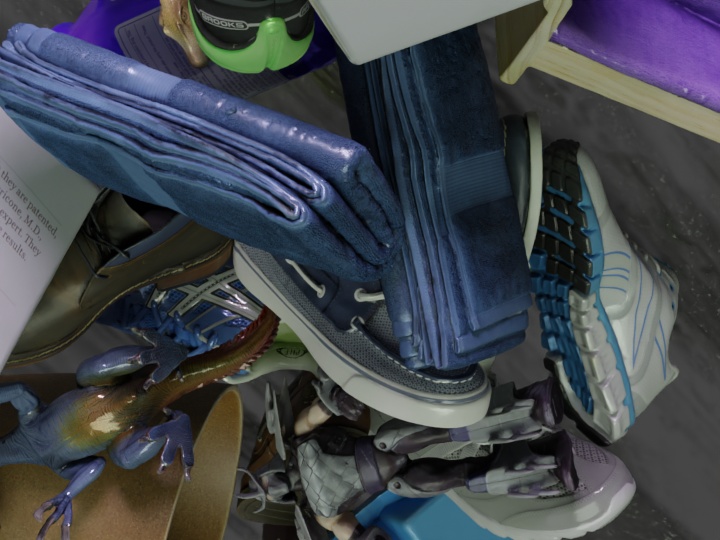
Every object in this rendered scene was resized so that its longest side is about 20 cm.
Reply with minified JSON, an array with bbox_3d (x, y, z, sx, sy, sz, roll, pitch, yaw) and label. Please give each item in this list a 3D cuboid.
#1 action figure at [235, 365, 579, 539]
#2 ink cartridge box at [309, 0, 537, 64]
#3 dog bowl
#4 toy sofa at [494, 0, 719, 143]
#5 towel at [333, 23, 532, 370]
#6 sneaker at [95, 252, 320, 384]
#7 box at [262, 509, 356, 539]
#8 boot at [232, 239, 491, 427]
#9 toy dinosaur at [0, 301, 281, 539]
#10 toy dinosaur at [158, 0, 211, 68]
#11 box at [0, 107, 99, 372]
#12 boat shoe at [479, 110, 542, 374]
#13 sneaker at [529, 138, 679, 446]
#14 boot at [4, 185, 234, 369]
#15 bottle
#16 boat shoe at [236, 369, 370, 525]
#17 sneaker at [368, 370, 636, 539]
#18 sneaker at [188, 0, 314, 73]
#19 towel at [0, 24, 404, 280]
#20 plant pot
[{"bbox_3d":[0.021,0.108,1.124,0.199,0.069,0.131,-12,113,11],"label":"action figure"},{"bbox_3d":[0.029,-0.218,0.828,0.145,0.201,0.145,-18,133,18],"label":"ink cartridge box"},{"bbox_3d":[0.031,0.195,1.284,0.200,0.050,0.112,-39,104,-13],"label":"dog bowl"},{"bbox_3d":[0.174,-0.123,1.007,0.199,0.083,0.098,20,134,-18],"label":"toy sofa"},{"bbox_3d":[0.042,-0.054,0.993,0.048,0.111,0.201,-11,92,30],"label":"towel"},{"bbox_3d":[-0.092,0.020,1.160,0.199,0.077,0.076,4,137,-1],"label":"sneaker"},{"bbox_3d":[0.001,0.260,1.407,0.100,0.075,0.201,-10,133,10],"label":"box"},{"bbox_3d":[0.000,0.000,1.062,0.073,0.200,0.091,-19,132,-39],"label":"boot"},{"bbox_3d":[-0.156,0.101,1.118,0.199,0.106,0.181,-17,175,-40],"label":"toy dinosaur"},{"bbox_3d":[-0.110,-0.186,0.936,0.101,0.200,0.058,-22,152,-43],"label":"toy dinosaur"},{"bbox_3d":[-0.282,-0.050,1.009,0.198,0.131,0.200,-3,140,38],"label":"box"},{"bbox_3d":[0.059,-0.010,1.108,0.061,0.075,0.201,10,137,-4],"label":"boat shoe"},{"bbox_3d":[0.146,0.002,1.157,0.086,0.075,0.201,-31,127,-23],"label":"sneaker"},{"bbox_3d":[-0.156,-0.015,1.076,0.199,0.075,0.097,-26,157,-24],"label":"boot"},{"bbox_3d":[-0.104,-0.117,1.029,0.199,0.065,0.084,-21,126,21],"label":"bottle"},{"bbox_3d":[-0.032,0.114,1.263,0.072,0.068,0.200,7,156,-17],"label":"boat shoe"},{"bbox_3d":[0.074,0.102,1.193,0.199,0.075,0.082,17,136,33],"label":"sneaker"},{"bbox_3d":[-0.061,-0.189,0.876,0.076,0.201,0.084,-17,162,-18],"label":"sneaker"},{"bbox_3d":[-0.079,-0.052,0.927,0.199,0.049,0.112,21,168,24],"label":"towel"},{"bbox_3d":[-0.194,0.138,1.230,0.199,0.187,0.187,14,136,8],"label":"plant pot"}]
